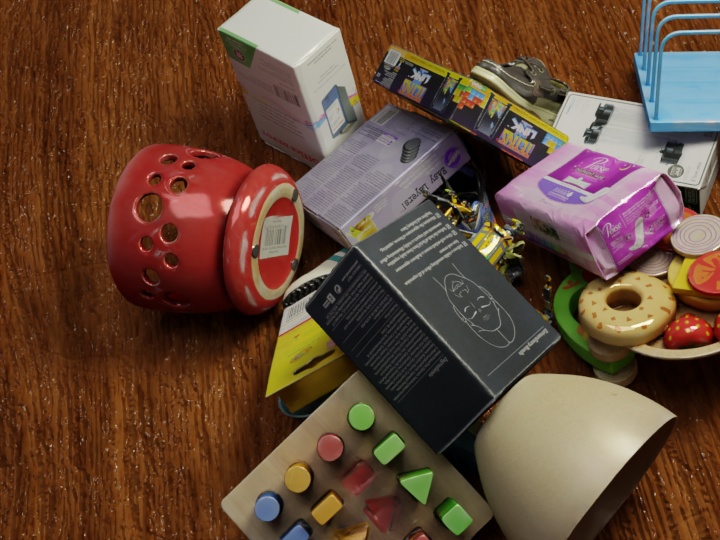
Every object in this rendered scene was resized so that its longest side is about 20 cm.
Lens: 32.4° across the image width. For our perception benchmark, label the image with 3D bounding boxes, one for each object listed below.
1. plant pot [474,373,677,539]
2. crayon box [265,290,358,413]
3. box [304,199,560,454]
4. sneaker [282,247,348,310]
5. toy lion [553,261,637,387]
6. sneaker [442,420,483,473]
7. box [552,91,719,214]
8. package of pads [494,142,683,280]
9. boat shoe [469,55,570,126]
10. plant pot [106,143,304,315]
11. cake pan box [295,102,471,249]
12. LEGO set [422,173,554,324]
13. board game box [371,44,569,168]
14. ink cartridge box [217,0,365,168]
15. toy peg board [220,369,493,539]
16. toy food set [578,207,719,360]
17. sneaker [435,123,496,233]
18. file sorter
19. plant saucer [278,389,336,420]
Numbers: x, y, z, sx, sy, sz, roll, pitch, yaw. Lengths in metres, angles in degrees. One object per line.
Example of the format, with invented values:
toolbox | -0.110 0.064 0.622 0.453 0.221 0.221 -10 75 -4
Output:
plant pot | 0.187 0.177 1.185 0.134 0.201 0.200 38 71 21
crayon box | -0.033 0.077 1.359 0.126 0.051 0.200 -30 19 16
box | 0.073 0.052 1.237 0.200 0.107 0.148 47 40 10
sneaker | 0.000 -0.001 1.488 0.199 0.071 0.094 -27 20 10
toy lion | 0.299 0.011 1.390 0.199 0.069 0.192 -33 45 -9
sneaker | 0.058 0.193 1.305 0.199 0.077 0.111 26 59 35
box | 0.326 -0.140 1.490 0.199 0.060 0.117 13 59 24
package of pads | 0.248 -0.071 1.358 0.120 0.076 0.200 -37 26 -10
boat shoe | 0.197 -0.229 1.506 0.073 0.200 0.065 34 100 28
plant pot | -0.176 -0.041 1.474 0.181 0.201 0.201 11 58 21
cake pan box | 0.015 -0.117 1.514 0.184 0.052 0.200 -40 28 -9
LEGO set | 0.151 -0.015 1.376 0.153 0.200 0.116 10 52 51
board game box | 0.128 -0.193 1.484 0.057 0.165 0.200 -60 33 6
ink cartridge box | -0.082 -0.236 1.592 0.145 0.201 0.087 30 63 33
toy peg board | -0.003 0.234 1.205 0.199 0.098 0.200 -43 85 -5
toy food set | 0.336 0.011 1.287 0.199 0.049 0.198 7 50 34
sneaker | 0.122 -0.112 1.516 0.075 0.079 0.201 -19 51 0
file sorter | 0.407 -0.263 1.470 0.138 0.123 0.200 1 33 6
plant saucer | 0.000 0.105 1.370 0.199 0.036 0.200 -31 20 12
